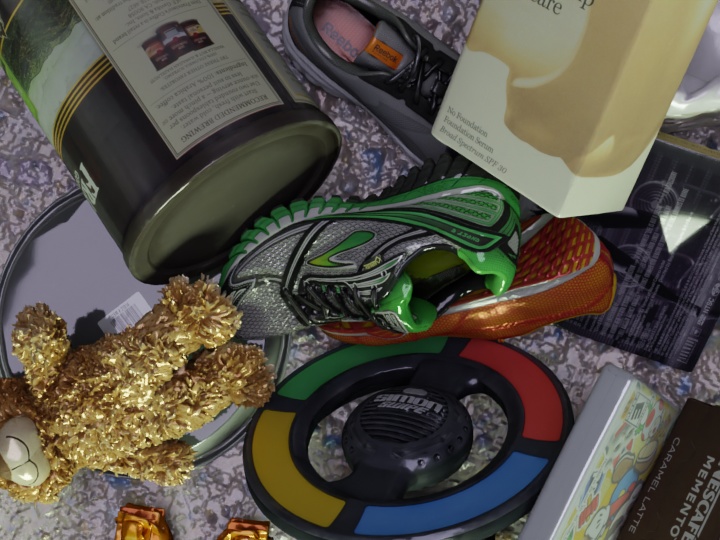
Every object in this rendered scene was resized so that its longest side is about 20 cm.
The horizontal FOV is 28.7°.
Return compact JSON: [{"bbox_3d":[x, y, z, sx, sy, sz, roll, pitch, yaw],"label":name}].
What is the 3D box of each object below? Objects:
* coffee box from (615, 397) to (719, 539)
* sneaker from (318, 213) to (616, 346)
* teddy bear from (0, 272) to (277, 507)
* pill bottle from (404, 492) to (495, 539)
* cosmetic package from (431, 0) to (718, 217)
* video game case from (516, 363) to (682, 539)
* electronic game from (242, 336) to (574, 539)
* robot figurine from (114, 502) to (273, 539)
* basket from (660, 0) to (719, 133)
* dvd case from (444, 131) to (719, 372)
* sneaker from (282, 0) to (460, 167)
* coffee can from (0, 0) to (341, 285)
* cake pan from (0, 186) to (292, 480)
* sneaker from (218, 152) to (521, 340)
[{"bbox_3d":[0.260,0.172,0.833,0.199,0.080,0.115,28,87,-25],"label":"coffee box"},{"bbox_3d":[0.062,0.022,0.874,0.198,0.077,0.074,-7,53,26],"label":"sneaker"},{"bbox_3d":[-0.148,0.077,0.833,0.198,0.067,0.146,-11,130,-2],"label":"teddy bear"},{"bbox_3d":[0.027,0.241,0.855,0.113,0.114,0.202,0,87,1],"label":"pill bottle"},{"bbox_3d":[0.125,-0.140,0.752,0.105,0.071,0.202,35,117,33],"label":"cosmetic package"},{"bbox_3d":[0.136,0.166,0.831,0.023,0.182,0.201,25,87,32],"label":"video game case"},{"bbox_3d":[0.028,0.097,0.834,0.198,0.201,0.042,-10,121,0],"label":"electronic game"},{"bbox_3d":[-0.118,0.254,0.883,0.143,0.058,0.202,6,87,2],"label":"robot figurine"},{"bbox_3d":[0.243,-0.198,0.851,0.198,0.161,0.200,-12,87,1],"label":"basket"},{"bbox_3d":[0.141,-0.028,0.877,0.198,0.016,0.150,18,123,1],"label":"dvd case"},{"bbox_3d":[0.035,-0.116,0.891,0.199,0.079,0.074,32,86,1],"label":"sneaker"},{"bbox_3d":[-0.125,-0.115,0.839,0.146,0.146,0.201,-35,74,-1],"label":"coffee can"},{"bbox_3d":[-0.144,0.035,0.906,0.198,0.037,0.203,0,87,1],"label":"cake pan"},{"bbox_3d":[0.000,0.000,0.822,0.199,0.078,0.086,-21,47,23],"label":"sneaker"}]
